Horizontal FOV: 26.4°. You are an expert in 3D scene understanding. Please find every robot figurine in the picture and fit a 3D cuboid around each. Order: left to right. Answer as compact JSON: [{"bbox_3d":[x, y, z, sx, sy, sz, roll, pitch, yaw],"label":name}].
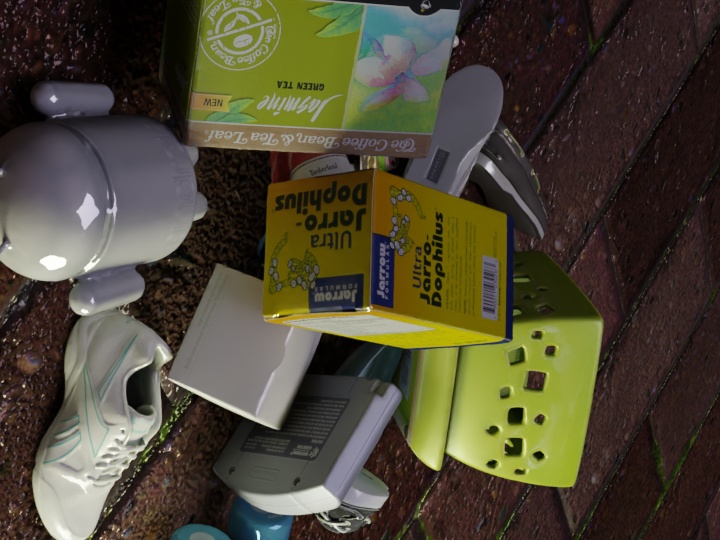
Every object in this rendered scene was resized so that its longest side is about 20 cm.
[{"bbox_3d":[-0.199,-0.055,1.120,0.199,0.112,0.171,-15,92,-55],"label":"robot figurine"}]

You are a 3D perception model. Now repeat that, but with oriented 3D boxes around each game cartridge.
[{"bbox_3d":[-0.054,0.157,1.397,0.041,0.199,0.133,46,66,-23],"label":"game cartridge"}]

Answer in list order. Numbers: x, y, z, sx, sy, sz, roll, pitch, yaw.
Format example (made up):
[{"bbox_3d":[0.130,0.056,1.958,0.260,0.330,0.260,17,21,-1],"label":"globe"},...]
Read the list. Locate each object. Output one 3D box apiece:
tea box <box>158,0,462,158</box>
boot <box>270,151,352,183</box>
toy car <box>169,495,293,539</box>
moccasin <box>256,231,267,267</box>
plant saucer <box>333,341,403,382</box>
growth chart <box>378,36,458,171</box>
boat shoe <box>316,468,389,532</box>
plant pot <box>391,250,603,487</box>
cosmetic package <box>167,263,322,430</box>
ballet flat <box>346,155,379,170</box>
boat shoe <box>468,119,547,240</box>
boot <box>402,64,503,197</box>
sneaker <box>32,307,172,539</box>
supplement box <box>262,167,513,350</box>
[{"bbox_3d":[-0.038,-0.204,1.170,0.198,0.134,0.198,1,121,-18],"label":"tea box"},{"bbox_3d":[-0.056,-0.112,1.365,0.072,0.145,0.200,-16,164,-12],"label":"boot"},{"bbox_3d":[-0.081,0.341,1.416,0.176,0.199,0.186,-22,133,-52],"label":"toy car"},{"bbox_3d":[-0.036,-0.005,1.326,0.080,0.068,0.200,-41,166,-3],"label":"moccasin"},{"bbox_3d":[-0.021,0.145,1.546,0.201,0.027,0.200,-54,166,-20],"label":"plant saucer"},{"bbox_3d":[0.038,-0.193,1.522,0.201,0.018,0.145,-65,148,-13],"label":"growth chart"},{"bbox_3d":[-0.016,0.239,1.584,0.068,0.071,0.200,-59,175,-3],"label":"boat shoe"},{"bbox_3d":[0.129,0.099,1.624,0.180,0.199,0.202,2,111,-13],"label":"plant pot"},{"bbox_3d":[-0.093,0.070,1.316,0.200,0.084,0.108,73,41,-79],"label":"cosmetic package"},{"bbox_3d":[-0.019,-0.121,1.425,0.071,0.070,0.202,-25,123,-50],"label":"ballet flat"},{"bbox_3d":[0.172,-0.100,1.734,0.061,0.072,0.202,-59,144,-11],"label":"boat shoe"},{"bbox_3d":[0.080,-0.113,1.579,0.201,0.073,0.096,-61,180,-13],"label":"boot"},{"bbox_3d":[-0.209,0.133,1.242,0.070,0.080,0.202,-4,110,-59],"label":"sneaker"},{"bbox_3d":[0.027,-0.004,1.229,0.199,0.108,0.110,14,74,-52],"label":"supplement box"}]
